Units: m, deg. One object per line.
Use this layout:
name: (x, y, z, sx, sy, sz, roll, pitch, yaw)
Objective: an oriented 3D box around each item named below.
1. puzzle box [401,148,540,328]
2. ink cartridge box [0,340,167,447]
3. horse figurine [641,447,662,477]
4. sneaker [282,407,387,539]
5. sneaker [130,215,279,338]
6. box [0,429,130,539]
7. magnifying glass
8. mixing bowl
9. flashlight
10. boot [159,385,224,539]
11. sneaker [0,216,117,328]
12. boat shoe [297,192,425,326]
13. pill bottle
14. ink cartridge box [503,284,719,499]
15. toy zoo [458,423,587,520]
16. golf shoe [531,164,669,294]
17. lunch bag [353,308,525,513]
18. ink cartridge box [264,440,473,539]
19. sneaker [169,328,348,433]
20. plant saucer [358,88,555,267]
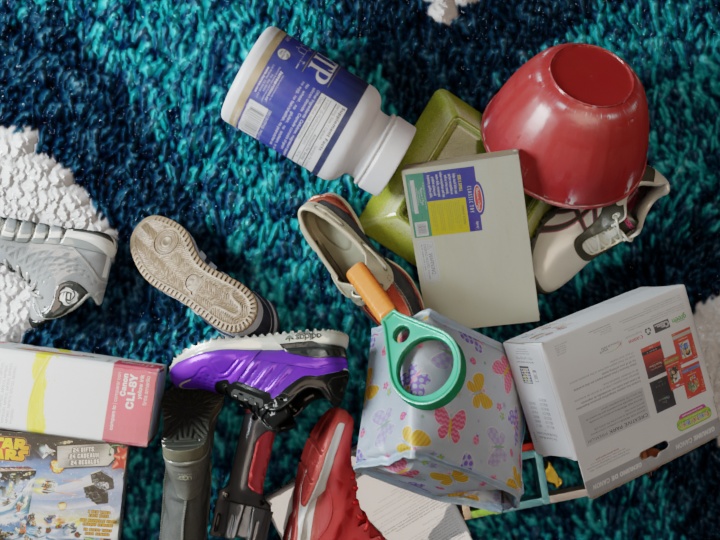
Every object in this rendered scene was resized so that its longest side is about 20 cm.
puzzle box: (0.126, -0.031, 1.133, 0.132, 0.025, 0.202, -6, 111, 12)
ink cartridge box: (-0.313, 0.128, 1.067, 0.198, 0.145, 0.084, 8, 86, -7)
horse figurine: (0.346, 0.126, 1.205, 0.132, 0.050, 0.201, -27, 94, -14)
sneaker: (-0.014, 0.256, 1.108, 0.114, 0.078, 0.202, 15, 97, -15)
sneaker: (-0.172, 0.019, 1.137, 0.199, 0.109, 0.070, 37, 86, 26)
box: (-0.360, 0.245, 1.110, 0.198, 0.040, 0.139, 7, 88, -7)
magnifying glass: (0.040, 0.062, 1.044, 0.079, 0.022, 0.200, -41, 49, 6)
mixing bowl: (0.244, -0.181, 1.128, 0.198, 0.109, 0.202, 5, 54, -6)
flashlight: (-0.106, 0.199, 1.115, 0.068, 0.067, 0.202, 28, 67, -49)
boot: (-0.187, 0.243, 1.104, 0.072, 0.182, 0.202, 1, 113, 3)
sneaker: (-0.373, 0.003, 1.102, 0.198, 0.075, 0.117, 8, 89, -8)
boat shoe: (0.000, 0.000, 1.145, 0.071, 0.063, 0.201, -35, 90, 24)
pill bottle: (-0.044, -0.172, 1.128, 0.199, 0.120, 0.120, 30, 84, -6)
ink cartridge box: (0.280, 0.130, 1.108, 0.198, 0.084, 0.177, -18, 94, -22)
toy zoo: (0.206, 0.213, 1.196, 0.198, 0.020, 0.133, -10, 89, -8)
golf shoe: (0.272, -0.052, 1.174, 0.200, 0.088, 0.077, -50, 121, -4)
lunch bag: (0.101, 0.162, 1.104, 0.199, 0.127, 0.171, 24, 60, -31)
ink cartridge box: (0.016, 0.301, 1.157, 0.195, 0.043, 0.201, -28, 92, -9)
sneaker: (-0.108, 0.123, 1.065, 0.198, 0.070, 0.101, -8, 71, 7)
plant saucer: (0.129, -0.085, 1.184, 0.199, 0.048, 0.201, 32, 84, -5)
